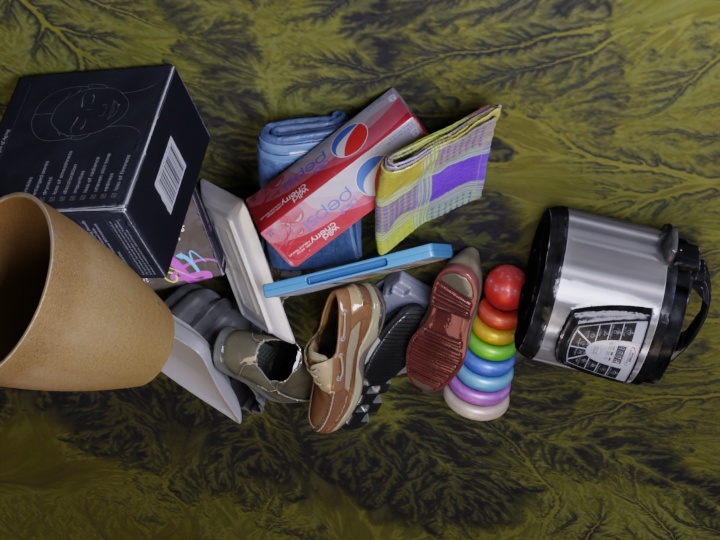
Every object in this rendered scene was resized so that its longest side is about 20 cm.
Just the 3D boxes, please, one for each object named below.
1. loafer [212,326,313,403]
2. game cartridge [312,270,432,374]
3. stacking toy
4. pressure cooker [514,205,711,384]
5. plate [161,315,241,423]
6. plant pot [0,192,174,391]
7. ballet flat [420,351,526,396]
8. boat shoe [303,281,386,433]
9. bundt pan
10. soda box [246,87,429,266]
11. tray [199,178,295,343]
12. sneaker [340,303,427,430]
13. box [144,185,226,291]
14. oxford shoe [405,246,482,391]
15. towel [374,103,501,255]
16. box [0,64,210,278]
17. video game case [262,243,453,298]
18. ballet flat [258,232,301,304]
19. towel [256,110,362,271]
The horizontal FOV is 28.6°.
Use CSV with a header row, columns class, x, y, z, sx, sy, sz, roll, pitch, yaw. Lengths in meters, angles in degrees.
class,x,y,z,sx,sy,sz,roll,pitch,yaw
loafer,-0.097,0.122,1.727,0.069,0.076,0.199,7,170,37
game cartridge,0.044,0.074,1.803,0.132,0.042,0.199,27,143,-26
stacking toy,0.157,0.081,1.705,0.084,0.086,0.202,12,124,2
pressure cooker,0.280,0.029,1.542,0.197,0.181,0.176,13,177,-1
plate,-0.238,0.092,1.761,0.199,0.032,0.200,30,160,26
plant pot,-0.289,0.047,1.413,0.185,0.189,0.199,-18,149,37
ballet flat,0.151,0.103,1.809,0.199,0.057,0.067,-28,115,36
boat shoe,-0.035,0.102,1.703,0.073,0.076,0.202,3,116,-32
bundt pan,-0.181,0.092,1.821,0.201,0.076,0.202,34,160,14
soda box,-0.018,-0.095,1.472,0.199,0.064,0.070,-37,131,7
tray,-0.139,-0.006,1.658,0.107,0.022,0.202,29,144,52
sneaker,0.011,0.100,1.760,0.073,0.089,0.201,7,130,-40
box,-0.270,-0.039,1.633,0.197,0.036,0.144,-12,121,10
oxford shoe,0.108,0.061,1.688,0.070,0.075,0.201,26,129,6
towel,0.077,-0.093,1.468,0.143,0.023,0.201,-29,160,-16
box,-0.289,-0.103,1.513,0.194,0.202,0.125,0,144,18
video game case,0.000,0.000,1.617,0.197,0.018,0.143,-14,177,12
ballet flat,-0.102,-0.007,1.716,0.064,0.071,0.200,9,155,-9
towel,-0.055,-0.081,1.555,0.110,0.049,0.201,-10,137,-8
